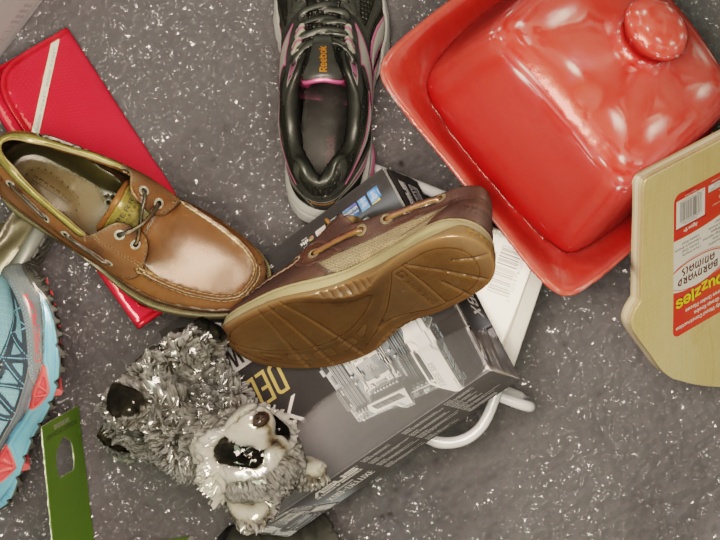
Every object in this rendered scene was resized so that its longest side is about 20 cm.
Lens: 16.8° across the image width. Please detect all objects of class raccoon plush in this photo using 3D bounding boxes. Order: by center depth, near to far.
[{"bbox_3d":[-0.090,0.114,1.550,0.097,0.200,0.134,-40,82,-13],"label":"raccoon plush"}]

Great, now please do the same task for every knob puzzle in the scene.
[{"bbox_3d":[0.236,-0.012,1.575,0.030,0.219,0.220,32,96,41],"label":"knob puzzle"}]

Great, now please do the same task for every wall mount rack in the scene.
[{"bbox_3d":[0.053,0.010,1.622,0.173,0.075,0.201,20,93,0],"label":"wall mount rack"}]

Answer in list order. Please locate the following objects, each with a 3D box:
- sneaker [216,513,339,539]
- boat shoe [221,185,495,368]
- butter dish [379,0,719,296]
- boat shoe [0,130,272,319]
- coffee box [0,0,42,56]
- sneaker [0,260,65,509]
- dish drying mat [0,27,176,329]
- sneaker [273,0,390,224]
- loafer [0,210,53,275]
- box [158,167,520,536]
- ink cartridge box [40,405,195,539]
[{"bbox_3d":[-0.063,0.259,1.628,0.090,0.076,0.201,2,84,-18],"label":"sneaker"},{"bbox_3d":[0.000,0.000,1.529,0.200,0.072,0.072,-26,129,32],"label":"boat shoe"},{"bbox_3d":[0.151,-0.122,1.536,0.200,0.148,0.200,51,53,0],"label":"butter dish"},{"bbox_3d":[-0.152,-0.028,1.574,0.200,0.068,0.072,23,76,8],"label":"boat shoe"},{"bbox_3d":[-0.290,-0.250,1.567,0.198,0.200,0.200,38,96,2],"label":"coffee box"},{"bbox_3d":[-0.255,0.081,1.594,0.095,0.079,0.200,3,125,-29],"label":"sneaker"},{"bbox_3d":[-0.174,-0.063,1.644,0.077,0.018,0.200,-33,88,-25],"label":"dish drying mat"},{"bbox_3d":[-0.019,-0.135,1.600,0.080,0.086,0.201,-6,80,2],"label":"sneaker"},{"bbox_3d":[-0.286,0.017,1.641,0.200,0.075,0.070,-44,92,4],"label":"loafer"},{"bbox_3d":[-0.017,0.055,1.586,0.200,0.050,0.158,-35,66,20],"label":"box"},{"bbox_3d":[-0.152,0.190,1.603,0.076,0.148,0.201,-7,92,4],"label":"ink cartridge box"}]
